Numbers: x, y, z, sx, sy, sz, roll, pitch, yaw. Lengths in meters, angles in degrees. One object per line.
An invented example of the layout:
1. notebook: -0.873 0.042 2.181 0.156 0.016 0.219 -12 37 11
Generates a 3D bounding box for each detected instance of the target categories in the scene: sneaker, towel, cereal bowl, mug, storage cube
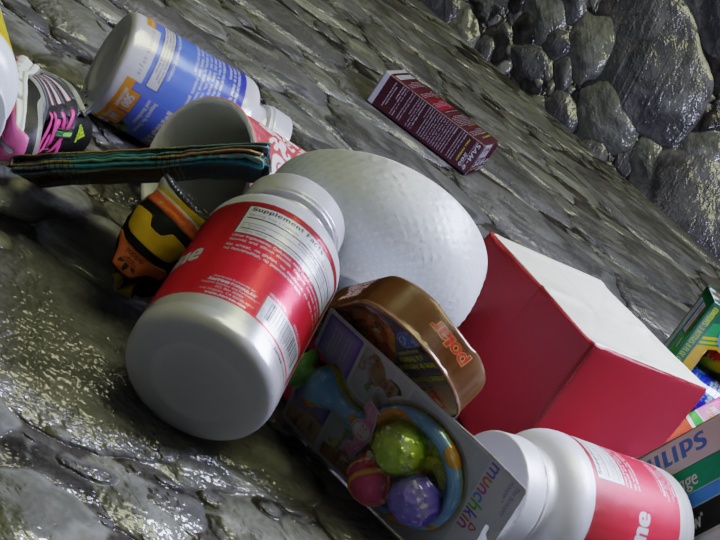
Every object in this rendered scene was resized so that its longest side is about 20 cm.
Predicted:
1. sneaker: -0.164 -0.015 1.258 0.070 0.090 0.200 44 -10 3
2. towel: -0.169 -0.081 1.257 0.198 0.022 0.147 -3 -2 -2
3. cereal bowl: 0.000 0.000 1.278 0.199 0.200 0.084 32 55 -12
4. mug: -0.099 -0.077 1.463 0.199 0.134 0.178 23 20 -51
5. sneaker: -0.269 -0.128 1.348 0.087 0.074 0.200 24 13 -17
6. storage cube: 0.156 0.103 1.378 0.199 0.180 0.171 22 20 -43

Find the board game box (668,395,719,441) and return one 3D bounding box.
1. board game box: 0.354 0.207 1.535 0.199 0.041 0.153 -24 51 -25

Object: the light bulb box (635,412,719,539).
1. light bulb box: 0.342 0.249 1.333 0.197 0.124 0.201 21 45 -42

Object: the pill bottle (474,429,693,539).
1. pill bottle: 0.162 0.189 1.238 0.199 0.113 0.112 22 21 -40

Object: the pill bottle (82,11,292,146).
1. pill bottle: -0.172 -0.165 1.594 0.199 0.112 0.112 29 17 -24

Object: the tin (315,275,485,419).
1. tin: 0.027 0.060 1.173 0.112 0.042 0.200 56 -20 -8

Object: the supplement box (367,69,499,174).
1. supplement box: 0.117 -0.237 2.503 0.199 0.061 0.109 38 16 10

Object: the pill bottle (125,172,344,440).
1. pill bottle: -0.081 0.018 1.130 0.112 0.112 0.200 34 40 -5

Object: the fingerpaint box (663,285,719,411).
1. fingerpaint box: 0.379 0.149 1.675 0.166 0.201 0.073 35 15 -3

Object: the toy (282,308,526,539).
1. toy: 0.015 0.135 1.139 0.047 0.116 0.200 -18 53 -45

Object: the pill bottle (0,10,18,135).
1. pill bottle: -0.332 -0.165 1.252 0.112 0.112 0.200 26 18 -30

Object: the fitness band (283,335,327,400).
1. fitness band: -0.041 0.075 1.320 0.200 0.038 0.144 39 13 8
